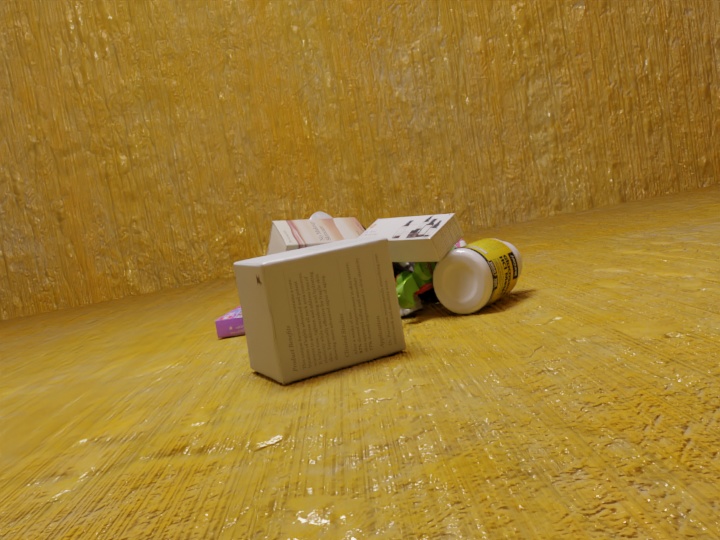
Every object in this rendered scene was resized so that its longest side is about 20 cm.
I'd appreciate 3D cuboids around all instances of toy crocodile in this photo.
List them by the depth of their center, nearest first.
[{"bbox_3d":[0.126,0.006,1.416,0.067,0.062,0.199,-38,-4,40],"label":"toy crocodile"}]

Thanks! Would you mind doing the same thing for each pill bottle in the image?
[{"bbox_3d":[0.220,0.004,1.407,0.111,0.115,0.199,-7,6,33],"label":"pill bottle"}]

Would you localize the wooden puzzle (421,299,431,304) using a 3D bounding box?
[{"bbox_3d":[0.196,0.028,1.636,0.195,0.038,0.185,-10,5,2],"label":"wooden puzzle"}]

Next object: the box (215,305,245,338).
[{"bbox_3d":[-0.222,0.101,1.692,0.134,0.040,0.200,-9,6,7],"label":"box"}]

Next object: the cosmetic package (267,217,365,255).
[{"bbox_3d":[-0.088,-0.050,1.657,0.196,0.089,0.104,-6,37,-27],"label":"cosmetic package"}]

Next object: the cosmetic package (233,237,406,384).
[{"bbox_3d":[-0.063,0.051,1.149,0.196,0.171,0.166,-12,6,-23],"label":"cosmetic package"}]

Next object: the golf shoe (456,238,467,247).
[{"bbox_3d":[0.204,-0.036,1.706,0.090,0.074,0.200,23,22,4],"label":"golf shoe"}]

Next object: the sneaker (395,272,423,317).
[{"bbox_3d":[0.034,0.043,1.493,0.197,0.092,0.077,-8,6,40],"label":"sneaker"}]

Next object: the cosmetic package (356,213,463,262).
[{"bbox_3d":[0.083,-0.058,1.402,0.198,0.051,0.082,-1,32,48],"label":"cosmetic package"}]

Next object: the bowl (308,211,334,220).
[{"bbox_3d":[-0.097,-0.031,1.819,0.073,0.204,0.200,19,7,5],"label":"bowl"}]

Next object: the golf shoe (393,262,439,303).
[{"bbox_3d":[0.093,-0.013,1.522,0.096,0.197,0.078,-64,6,-34],"label":"golf shoe"}]

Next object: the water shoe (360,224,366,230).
[{"bbox_3d":[-0.025,-0.050,1.855,0.079,0.071,0.200,-43,8,24],"label":"water shoe"}]
